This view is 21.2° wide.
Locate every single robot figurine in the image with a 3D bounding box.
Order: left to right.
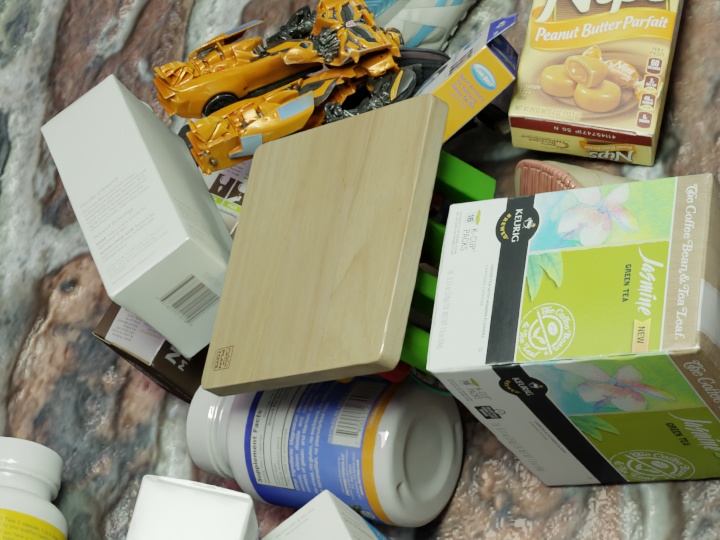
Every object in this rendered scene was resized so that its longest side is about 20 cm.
[{"bbox_3d":[-0.056,-0.155,1.529,0.199,0.058,0.145,-25,52,-12],"label":"robot figurine"}]

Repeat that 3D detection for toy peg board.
[{"bbox_3d":[0.000,0.000,1.396,0.198,0.098,0.201,-13,58,47],"label":"toy peg board"}]

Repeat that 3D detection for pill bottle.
[{"bbox_3d":[-0.299,0.243,1.569,0.111,0.111,0.201,-9,59,28],"label":"pill bottle"},{"bbox_3d":[-0.031,0.128,1.467,0.199,0.112,0.113,4,65,35],"label":"pill bottle"}]

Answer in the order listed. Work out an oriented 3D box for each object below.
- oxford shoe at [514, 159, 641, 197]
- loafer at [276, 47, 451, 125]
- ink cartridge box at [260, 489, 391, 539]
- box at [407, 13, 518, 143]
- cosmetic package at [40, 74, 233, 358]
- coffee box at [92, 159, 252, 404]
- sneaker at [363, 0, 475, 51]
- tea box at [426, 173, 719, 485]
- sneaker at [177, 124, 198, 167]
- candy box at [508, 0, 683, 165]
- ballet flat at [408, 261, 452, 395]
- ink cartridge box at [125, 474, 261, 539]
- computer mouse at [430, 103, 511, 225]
[{"bbox_3d":[0.192,-0.041,1.470,0.073,0.071,0.200,-17,30,-28],"label":"oxford shoe"},{"bbox_3d":[-0.007,-0.134,1.593,0.198,0.072,0.063,-11,31,-12],"label":"loafer"},{"bbox_3d":[0.016,0.266,1.352,0.068,0.115,0.201,-37,50,8],"label":"ink cartridge box"},{"bbox_3d":[0.056,-0.124,1.521,0.200,0.042,0.119,-39,8,15],"label":"box"},{"bbox_3d":[-0.166,-0.045,1.508,0.081,0.113,0.200,-37,48,8],"label":"cosmetic package"},{"bbox_3d":[-0.116,0.004,1.594,0.079,0.114,0.201,23,76,39],"label":"coffee box"},{"bbox_3d":[0.061,-0.238,1.658,0.199,0.081,0.076,-33,45,-15],"label":"sneaker"},{"bbox_3d":[0.180,0.047,1.322,0.196,0.200,0.135,-8,59,29],"label":"tea box"},{"bbox_3d":[-0.088,-0.124,1.686,0.199,0.076,0.091,-16,45,19],"label":"sneaker"},{"bbox_3d":[0.193,-0.188,1.530,0.115,0.055,0.201,9,67,12],"label":"candy box"},{"bbox_3d":[0.035,0.013,1.452,0.072,0.072,0.201,-40,38,5],"label":"ballet flat"},{"bbox_3d":[-0.125,0.252,1.383,0.085,0.200,0.147,12,66,5],"label":"ink cartridge box"},{"bbox_3d":[0.090,-0.055,1.546,0.141,0.046,0.200,-48,37,7],"label":"computer mouse"}]
